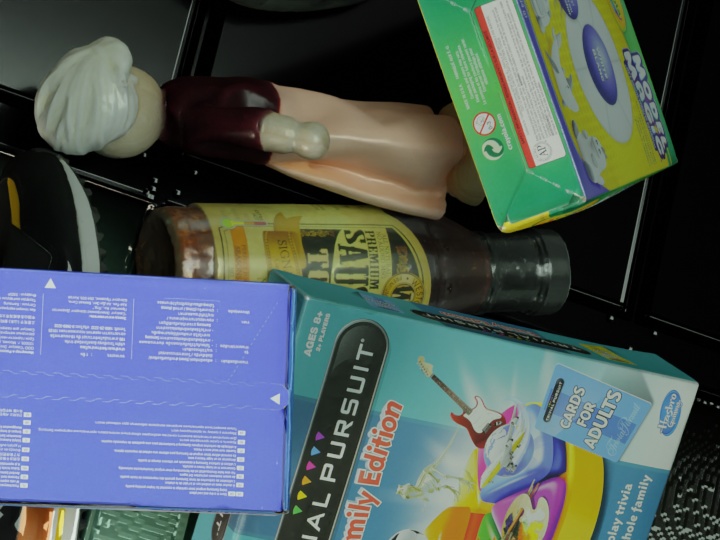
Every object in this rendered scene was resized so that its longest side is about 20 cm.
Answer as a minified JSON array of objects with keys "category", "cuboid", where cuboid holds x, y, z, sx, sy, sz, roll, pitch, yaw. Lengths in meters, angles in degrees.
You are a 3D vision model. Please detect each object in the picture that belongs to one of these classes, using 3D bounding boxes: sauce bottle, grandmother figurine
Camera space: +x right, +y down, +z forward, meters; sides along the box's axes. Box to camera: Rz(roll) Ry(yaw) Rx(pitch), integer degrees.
[{"category":"sauce bottle","cuboid":[0.000,0.000,1.130,0.200,0.066,0.066,-2,83,-24]},{"category":"grandmother figurine","cuboid":[-0.044,-0.062,1.093,0.200,0.121,0.061,7,89,-18]}]

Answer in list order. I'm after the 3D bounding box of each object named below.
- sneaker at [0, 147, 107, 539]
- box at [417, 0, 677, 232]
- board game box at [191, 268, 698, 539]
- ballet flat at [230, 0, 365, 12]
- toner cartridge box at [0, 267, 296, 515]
[{"category":"sneaker","cuboid":[-0.161,0.043,1.047,0.090,0.070,0.201,6,81,-25]},{"category":"box","cuboid":[0.092,-0.088,1.137,0.118,0.048,0.200,71,20,-1]},{"category":"board game box","cuboid":[0.036,0.096,1.109,0.200,0.047,0.151,12,100,-25]},{"category":"ballet flat","cuboid":[0.009,-0.171,1.177,0.200,0.057,0.067,-23,135,-25]},{"category":"toner cartridge box","cuboid":[-0.128,0.048,1.003,0.200,0.043,0.095,4,83,-11]}]
